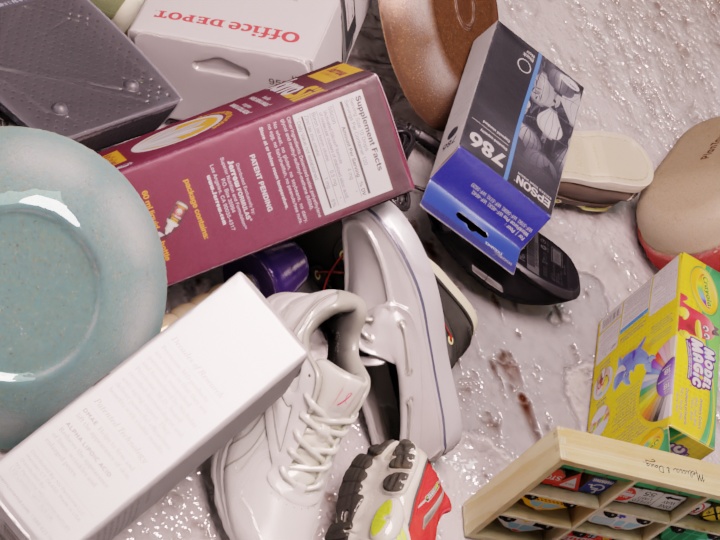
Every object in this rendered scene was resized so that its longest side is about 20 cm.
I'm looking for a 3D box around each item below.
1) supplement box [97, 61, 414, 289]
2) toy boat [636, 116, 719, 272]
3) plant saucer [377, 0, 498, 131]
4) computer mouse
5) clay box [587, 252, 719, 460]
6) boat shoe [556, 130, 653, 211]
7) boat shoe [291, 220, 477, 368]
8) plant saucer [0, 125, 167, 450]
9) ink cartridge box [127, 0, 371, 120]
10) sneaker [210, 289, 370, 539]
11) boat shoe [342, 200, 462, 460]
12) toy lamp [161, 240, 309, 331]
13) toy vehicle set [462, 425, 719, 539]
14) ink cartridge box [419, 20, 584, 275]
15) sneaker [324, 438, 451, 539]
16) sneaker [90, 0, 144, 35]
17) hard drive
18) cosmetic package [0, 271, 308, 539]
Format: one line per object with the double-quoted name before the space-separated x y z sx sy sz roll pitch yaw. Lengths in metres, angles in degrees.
"supplement box" -0.078 -0.066 1.157 0.198 0.110 0.087 -22 106 -11
"toy boat" 0.330 -0.049 1.506 0.200 0.130 0.132 -46 118 -45
"plant saucer" 0.073 -0.218 1.415 0.200 0.036 0.203 22 65 -61
"computer mouse" 0.085 -0.041 1.375 0.199 0.046 0.141 28 30 -18
"clay box" 0.225 0.097 1.314 0.047 0.115 0.201 26 48 -16
"boat shoe" 0.153 -0.093 1.441 0.198 0.060 0.073 10 57 -28
"boat shoe" 0.002 -0.002 1.262 0.201 0.074 0.063 44 37 -5
"plant saucer" -0.213 0.013 1.047 0.199 0.039 0.204 -2 96 -18
"ink cartridge box" -0.078 -0.201 1.309 0.143 0.085 0.201 10 47 11
"sneaker" -0.039 0.099 1.126 0.077 0.099 0.202 20 65 -33
"boat shoe" 0.018 0.047 1.195 0.065 0.073 0.202 -25 104 -34
"toy lamp" -0.112 0.030 1.177 0.199 0.058 0.058 -30 78 -41
"toy vehicle set" 0.189 0.171 1.228 0.198 0.124 0.027 15 51 -25
"ink cartridge box" 0.116 -0.101 1.348 0.099 0.039 0.201 35 48 -18
"sneaker" 0.014 0.207 1.123 0.085 0.076 0.201 50 49 -29
"sneaker" -0.188 -0.278 1.337 0.089 0.067 0.202 30 50 -20
"hard drive" -0.235 -0.154 1.206 0.200 0.043 0.134 43 43 22
"cosmetic package" -0.131 0.097 1.032 0.200 0.102 0.074 -41 84 -21
